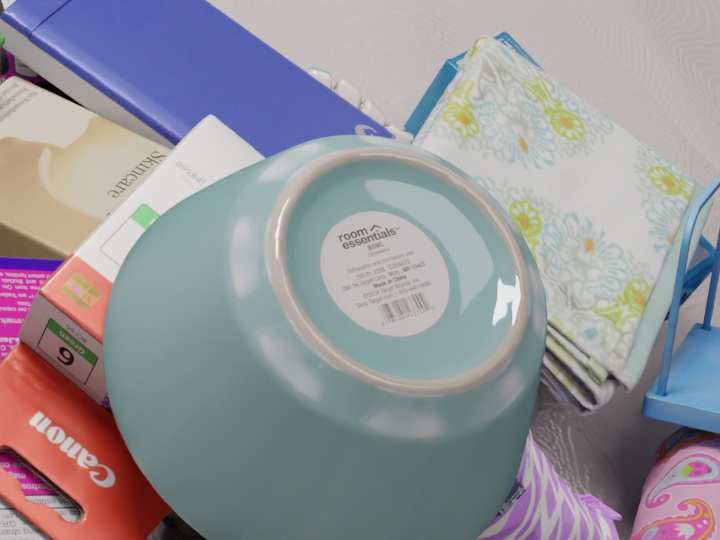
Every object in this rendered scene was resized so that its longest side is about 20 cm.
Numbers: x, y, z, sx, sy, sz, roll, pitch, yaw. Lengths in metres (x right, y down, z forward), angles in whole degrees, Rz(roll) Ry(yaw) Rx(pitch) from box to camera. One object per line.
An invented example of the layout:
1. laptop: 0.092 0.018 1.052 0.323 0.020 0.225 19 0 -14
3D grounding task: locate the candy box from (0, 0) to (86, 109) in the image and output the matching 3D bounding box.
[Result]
1. candy box: -0.160 -0.147 1.273 0.136 0.061 0.200 11 45 -28

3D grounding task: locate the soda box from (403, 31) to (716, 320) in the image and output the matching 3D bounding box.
1. soda box: 0.123 -0.049 1.369 0.200 0.068 0.064 48 46 13

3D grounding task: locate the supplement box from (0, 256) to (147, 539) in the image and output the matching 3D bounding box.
1. supplement box: -0.172 0.101 1.018 0.103 0.101 0.200 4 52 -30

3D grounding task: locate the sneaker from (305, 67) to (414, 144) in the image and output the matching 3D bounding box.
1. sneaker: 0.020 -0.035 1.302 0.200 0.078 0.091 26 59 -7

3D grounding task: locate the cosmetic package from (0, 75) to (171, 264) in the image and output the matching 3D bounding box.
1. cosmetic package: -0.125 -0.011 1.122 0.200 0.071 0.105 24 45 16

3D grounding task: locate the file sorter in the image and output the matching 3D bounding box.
1. file sorter: 0.277 0.027 1.239 0.199 0.123 0.139 12 19 17

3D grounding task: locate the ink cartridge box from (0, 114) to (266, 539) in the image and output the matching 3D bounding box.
1. ink cartridge box: -0.088 0.031 0.994 0.109 0.050 0.200 39 54 3

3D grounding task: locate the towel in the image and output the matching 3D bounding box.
1. towel: 0.104 -0.030 1.250 0.171 0.048 0.200 37 44 -6

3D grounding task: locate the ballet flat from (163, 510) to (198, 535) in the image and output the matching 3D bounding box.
1. ballet flat: -0.063 0.048 1.152 0.200 0.062 0.068 -82 150 -45

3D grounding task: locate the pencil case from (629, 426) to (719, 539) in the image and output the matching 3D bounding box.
1. pencil case: 0.179 0.168 1.199 0.087 0.087 0.200 33 40 -3

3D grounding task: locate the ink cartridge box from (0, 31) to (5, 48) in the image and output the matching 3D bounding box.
1. ink cartridge box: -0.292 -0.083 1.075 0.147 0.083 0.200 41 53 -11

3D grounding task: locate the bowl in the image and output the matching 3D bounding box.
1. bowl: 0.000 0.023 0.944 0.200 0.105 0.201 11 59 -19

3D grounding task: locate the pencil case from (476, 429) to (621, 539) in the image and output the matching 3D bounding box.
1. pencil case: 0.071 0.118 1.101 0.084 0.200 0.086 28 78 28

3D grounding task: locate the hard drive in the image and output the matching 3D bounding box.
1. hard drive: -0.086 -0.098 1.199 0.200 0.025 0.132 36 33 0
